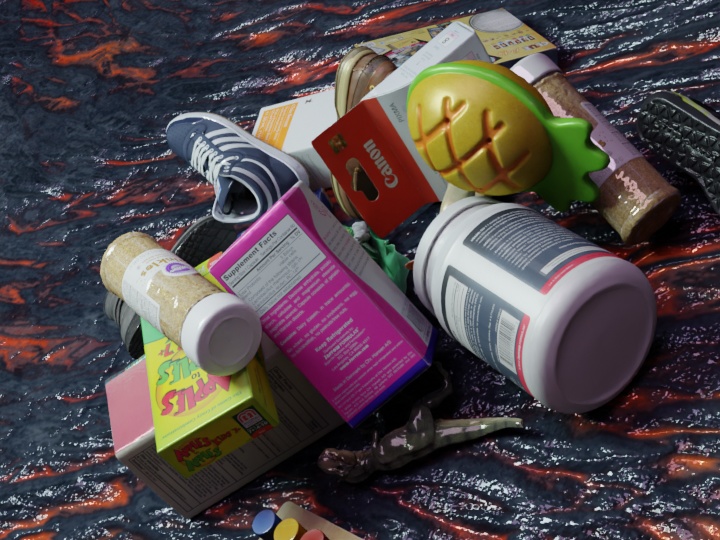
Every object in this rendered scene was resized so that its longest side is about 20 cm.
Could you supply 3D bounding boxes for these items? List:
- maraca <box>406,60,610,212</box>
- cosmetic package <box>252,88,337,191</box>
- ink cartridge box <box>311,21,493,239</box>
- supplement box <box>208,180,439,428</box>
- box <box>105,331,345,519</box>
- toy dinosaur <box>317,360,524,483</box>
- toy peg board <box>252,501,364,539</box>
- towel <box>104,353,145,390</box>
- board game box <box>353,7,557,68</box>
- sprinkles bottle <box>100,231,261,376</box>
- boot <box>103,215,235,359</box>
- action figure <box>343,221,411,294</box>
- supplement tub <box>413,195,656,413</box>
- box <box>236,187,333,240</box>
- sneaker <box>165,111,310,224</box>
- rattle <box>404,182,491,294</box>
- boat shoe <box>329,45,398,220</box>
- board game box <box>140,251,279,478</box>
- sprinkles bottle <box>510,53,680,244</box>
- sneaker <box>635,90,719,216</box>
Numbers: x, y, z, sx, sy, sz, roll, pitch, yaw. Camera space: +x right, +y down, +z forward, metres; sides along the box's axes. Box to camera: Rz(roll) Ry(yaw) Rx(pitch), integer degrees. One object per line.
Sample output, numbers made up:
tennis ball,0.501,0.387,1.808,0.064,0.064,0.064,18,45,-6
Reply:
maraca,0.130,-0.120,1.109,0.198,0.138,0.107,25,58,15
cosmetic package,-0.037,-0.158,1.464,0.198,0.071,0.102,-10,46,30
ink cartridge box,0.071,-0.136,1.285,0.200,0.163,0.057,-42,38,-6
supplement box,-0.031,0.029,1.132,0.103,0.200,0.101,-39,5,15
box,-0.136,0.131,1.214,0.199,0.128,0.109,-32,39,6
toy dinosaur,0.056,0.139,1.128,0.198,0.048,0.089,-20,49,19
toy peg board,-0.073,0.294,1.034,0.198,0.098,0.201,16,63,45
towel,-0.162,0.074,1.292,0.199,0.147,0.022,-33,73,8
board game box,0.107,-0.241,1.396,0.198,0.035,0.136,-17,36,-15
sprinkles bottle,-0.167,0.027,1.107,0.068,0.068,0.199,-47,41,-11
boot,-0.237,-0.003,1.442,0.201,0.070,0.132,-52,38,7
action figure,0.000,0.000,1.277,0.119,0.054,0.200,-65,21,18
supplement tub,0.151,0.024,1.085,0.140,0.141,0.200,-44,39,-8
box,-0.091,-0.020,1.355,0.120,0.033,0.200,-28,19,13
sneaker,-0.166,-0.119,1.412,0.198,0.071,0.108,25,36,20
rattle,0.139,-0.049,1.204,0.141,0.131,0.201,23,40,2
boat shoe,0.012,-0.139,1.323,0.067,0.202,0.072,29,41,36
board game box,-0.144,0.083,1.129,0.101,0.048,0.201,-30,41,9
sprinkles bottle,0.213,-0.117,1.156,0.068,0.068,0.200,-39,66,-1
sneaker,0.342,-0.106,1.118,0.200,0.082,0.072,51,131,32
